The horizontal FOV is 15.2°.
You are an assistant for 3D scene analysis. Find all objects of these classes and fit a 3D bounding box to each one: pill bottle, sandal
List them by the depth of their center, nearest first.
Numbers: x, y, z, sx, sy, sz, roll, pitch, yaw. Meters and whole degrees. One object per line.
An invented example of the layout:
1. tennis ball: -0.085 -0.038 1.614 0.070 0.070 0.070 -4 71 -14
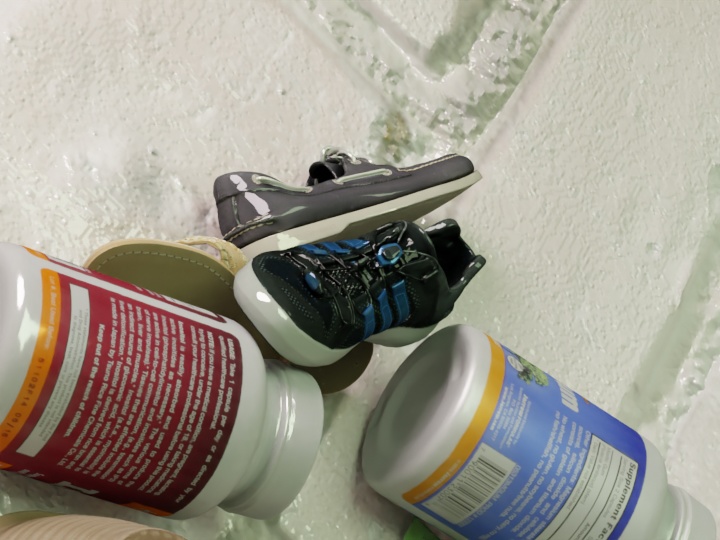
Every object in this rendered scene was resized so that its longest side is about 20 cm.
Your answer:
1. pill bottle: -0.123 0.066 1.421 0.199 0.113 0.114 20 52 -30
2. sandal: -0.089 0.015 1.533 0.211 0.078 0.070 19 21 -40
3. pill bottle: 0.109 0.126 1.583 0.199 0.112 0.113 32 47 -21

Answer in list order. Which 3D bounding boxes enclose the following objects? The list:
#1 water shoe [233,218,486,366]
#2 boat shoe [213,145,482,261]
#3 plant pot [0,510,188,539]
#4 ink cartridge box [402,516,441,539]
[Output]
1. water shoe: 0.000 0.000 1.501 0.072 0.079 0.200 51 22 15
2. boat shoe: -0.007 -0.051 1.625 0.199 0.073 0.063 -19 80 -41
3. plant pot: -0.114 0.192 1.332 0.200 0.093 0.201 35 32 -25
4. ink cartridge box: 0.049 0.229 1.504 0.104 0.059 0.200 41 45 -13
